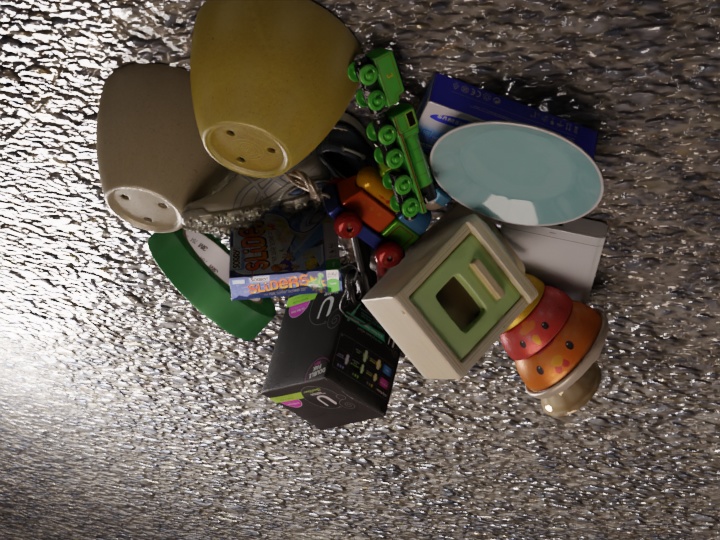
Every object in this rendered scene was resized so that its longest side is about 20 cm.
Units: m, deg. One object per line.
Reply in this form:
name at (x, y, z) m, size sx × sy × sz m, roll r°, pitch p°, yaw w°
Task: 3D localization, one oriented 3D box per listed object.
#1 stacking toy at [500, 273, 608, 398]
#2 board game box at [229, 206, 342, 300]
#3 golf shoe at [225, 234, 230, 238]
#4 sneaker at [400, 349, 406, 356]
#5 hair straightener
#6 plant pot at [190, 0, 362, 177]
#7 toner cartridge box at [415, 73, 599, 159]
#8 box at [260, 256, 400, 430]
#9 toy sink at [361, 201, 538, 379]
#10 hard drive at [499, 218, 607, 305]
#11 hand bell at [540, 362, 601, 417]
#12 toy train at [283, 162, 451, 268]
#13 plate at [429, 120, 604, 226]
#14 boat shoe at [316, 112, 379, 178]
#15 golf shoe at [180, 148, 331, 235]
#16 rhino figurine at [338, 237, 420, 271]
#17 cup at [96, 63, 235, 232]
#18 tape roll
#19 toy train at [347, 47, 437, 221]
stacking toy at (0.210, 0.055, 1.745) m, size 0.200 × 0.147 × 0.146 m, roll 41°, pitch 146°, yaw -12°
board game box at (-0.093, -0.038, 1.653) m, size 0.133 × 0.201 × 0.035 m, roll -5°, pitch 124°, yaw -2°
golf shoe at (-0.191, -0.088, 1.789) m, size 0.197 × 0.074 × 0.092 m, roll 14°, pitch -171°, yaw 3°
sneaker at (0.117, 0.063, 1.800) m, size 0.119 × 0.200 × 0.085 m, roll 4°, pitch 113°, yaw 6°
hair straightener at (0.000, 0.000, 1.733) m, size 0.076 × 0.041 × 0.201 m, roll 9°, pitch 140°, yaw 13°
plant pot at (-0.107, -0.190, 1.476) m, size 0.197 × 0.144 × 0.201 m, roll 12°, pitch 151°, yaw 7°
toner cartridge box at (0.159, -0.149, 1.519) m, size 0.197 × 0.044 × 0.095 m, roll 19°, pitch 151°, yaw -6°
box at (-0.030, 0.101, 1.895) m, size 0.124 × 0.202 × 0.148 m, roll 33°, pitch 147°, yaw -31°
toy sink at (0.125, 0.015, 1.613) m, size 0.131 × 0.200 × 0.112 m, roll 50°, pitch 160°, yaw -12°
hard drive at (0.241, -0.012, 1.742) m, size 0.130 × 0.027 × 0.201 m, roll 12°, pitch 152°, yaw 8°
hand bell at (0.248, 0.105, 1.913) m, size 0.103 × 0.105 × 0.200 m, roll -15°, pitch 126°, yaw 44°
toy train at (0.006, -0.101, 1.547) m, size 0.116 × 0.085 × 0.199 m, roll -41°, pitch 125°, yaw 19°
plate at (0.175, -0.114, 1.502) m, size 0.197 × 0.026 × 0.201 m, roll 13°, pitch 153°, yaw 6°
boat shoe at (0.011, -0.114, 1.635) m, size 0.074 × 0.063 × 0.200 m, roll -9°, pitch 145°, yaw 29°
golf shoe at (-0.132, -0.104, 1.622) m, size 0.198 × 0.099 × 0.078 m, roll -16°, pitch 173°, yaw -24°
rhino figurine at (0.042, -0.024, 1.763) m, size 0.197 × 0.061 × 0.088 m, roll 10°, pitch 153°, yaw -11°
cup at (-0.242, -0.133, 1.645) m, size 0.197 × 0.145 × 0.201 m, roll 11°, pitch 152°, yaw 6°
tape roll at (-0.203, 0.008, 1.844) m, size 0.048 × 0.201 × 0.200 m, roll -46°, pitch 125°, yaw 9°
toy train at (0.039, -0.151, 1.484) m, size 0.042 × 0.056 × 0.202 m, roll 29°, pitch 143°, yaw 58°
